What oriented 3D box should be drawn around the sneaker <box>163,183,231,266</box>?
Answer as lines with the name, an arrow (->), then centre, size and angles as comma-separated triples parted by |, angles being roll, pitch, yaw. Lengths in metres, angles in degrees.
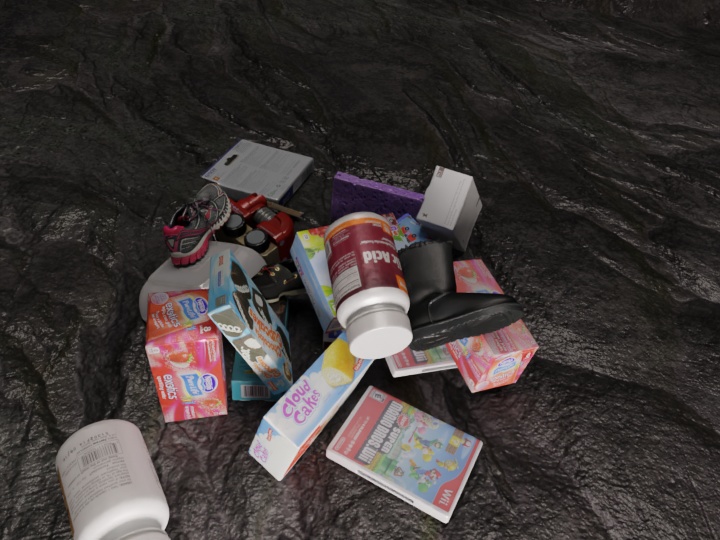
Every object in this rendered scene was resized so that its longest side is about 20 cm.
sneaker -> -0.292, -0.098, 1.133 | 0.079, 0.076, 0.202 | -4, 40, 13

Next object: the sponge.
sponge -> 0.033, -0.132, 1.329 | 0.197, 0.113, 0.030 | 17, 39, 12

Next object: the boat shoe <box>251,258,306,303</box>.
boat shoe -> -0.155, 0.018, 1.067 | 0.072, 0.064, 0.201 | 8, 12, 24

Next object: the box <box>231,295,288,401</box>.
box -> -0.166, 0.124, 1.059 | 0.081, 0.050, 0.202 | 2, 41, -5

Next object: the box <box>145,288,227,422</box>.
box -> -0.252, 0.128, 0.924 | 0.098, 0.202, 0.096 | -5, 48, -12

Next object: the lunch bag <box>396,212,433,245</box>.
lunch bag -> 0.054, 0.004, 1.212 | 0.198, 0.095, 0.151 | -28, 53, -18

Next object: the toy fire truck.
toy fire truck -> -0.185, -0.093, 1.268 | 0.175, 0.130, 0.200 | 32, 57, 27

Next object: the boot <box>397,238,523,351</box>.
boot -> 0.143, 0.025, 0.989 | 0.195, 0.073, 0.165 | -18, 60, 17

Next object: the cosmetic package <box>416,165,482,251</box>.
cosmetic package -> 0.181, -0.118, 1.252 | 0.080, 0.115, 0.200 | 20, -2, 17

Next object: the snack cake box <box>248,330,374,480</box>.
snack cake box -> -0.071, 0.197, 0.930 | 0.067, 0.116, 0.200 | 38, 47, 8

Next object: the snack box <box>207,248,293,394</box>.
snack box -> -0.159, 0.079, 0.926 | 0.037, 0.201, 0.117 | -21, 42, 8

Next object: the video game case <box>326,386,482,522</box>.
video game case -> 0.067, 0.267, 0.939 | 0.197, 0.018, 0.143 | 23, 43, 18

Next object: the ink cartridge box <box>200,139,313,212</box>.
ink cartridge box -> -0.235, -0.223, 1.452 | 0.197, 0.041, 0.201 | 18, 43, 13

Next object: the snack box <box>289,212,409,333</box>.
snack box -> 0.000, 0.000, 1.086 | 0.197, 0.068, 0.171 | -13, 64, -27

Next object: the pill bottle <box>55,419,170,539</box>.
pill bottle -> -0.306, 0.300, 0.791 | 0.113, 0.116, 0.200 | -18, 46, -26

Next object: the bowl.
bowl -> -0.283, 0.015, 1.112 | 0.197, 0.076, 0.200 | 6, 38, 29

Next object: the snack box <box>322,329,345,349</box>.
snack box -> 0.032, 0.113, 1.116 | 0.196, 0.025, 0.073 | 4, 44, -3

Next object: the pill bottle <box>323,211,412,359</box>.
pill bottle -> 0.012, 0.022, 0.956 | 0.112, 0.115, 0.203 | -5, 57, -13

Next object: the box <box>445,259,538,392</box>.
box -> 0.197, 0.088, 1.060 | 0.093, 0.104, 0.202 | -6, 48, -25

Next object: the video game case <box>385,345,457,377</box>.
video game case -> 0.122, 0.111, 1.098 | 0.196, 0.018, 0.144 | -4, 48, -23
